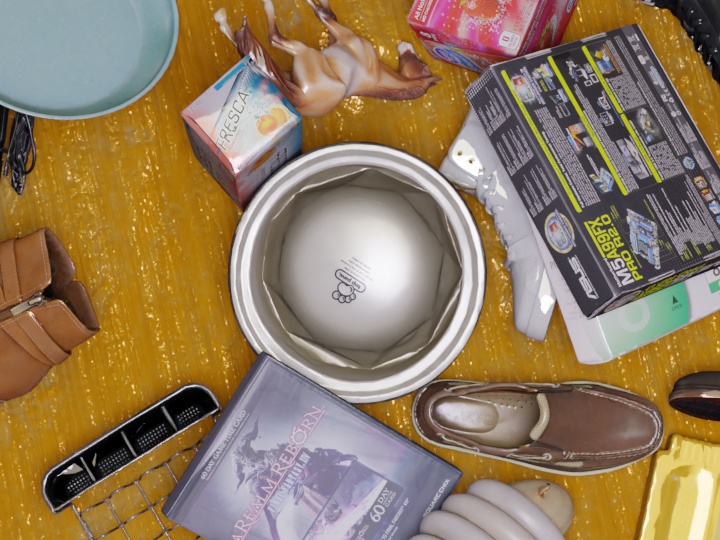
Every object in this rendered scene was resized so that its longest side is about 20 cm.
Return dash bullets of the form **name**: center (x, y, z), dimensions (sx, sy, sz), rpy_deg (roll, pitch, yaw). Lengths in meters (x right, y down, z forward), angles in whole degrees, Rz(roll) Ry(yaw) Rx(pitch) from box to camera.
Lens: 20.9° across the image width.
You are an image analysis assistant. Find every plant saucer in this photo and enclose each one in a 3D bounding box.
- **plant saucer**: center (-0.244, -0.198, 1.540), dimensions (0.199, 0.036, 0.201), rpy_deg (8, 62, -15)

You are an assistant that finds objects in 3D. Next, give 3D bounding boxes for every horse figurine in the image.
- **horse figurine**: center (-0.034, -0.168, 1.523), dimensions (0.050, 0.200, 0.133), rpy_deg (-39, 84, 35)

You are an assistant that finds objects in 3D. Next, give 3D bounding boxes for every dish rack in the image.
- **dish rack**: center (-0.136, 0.207, 1.517), dimensions (0.153, 0.055, 0.201), rpy_deg (-31, 86, -4)

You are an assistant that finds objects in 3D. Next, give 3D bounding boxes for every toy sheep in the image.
- **toy sheep**: center (0.092, 0.237, 1.486), dimensions (0.138, 0.138, 0.200), rpy_deg (42, 67, 3)

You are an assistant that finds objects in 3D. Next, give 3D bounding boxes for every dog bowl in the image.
- **dog bowl**: center (0.000, 0.000, 1.520), dimensions (0.199, 0.074, 0.202), rpy_deg (0, 94, 5)

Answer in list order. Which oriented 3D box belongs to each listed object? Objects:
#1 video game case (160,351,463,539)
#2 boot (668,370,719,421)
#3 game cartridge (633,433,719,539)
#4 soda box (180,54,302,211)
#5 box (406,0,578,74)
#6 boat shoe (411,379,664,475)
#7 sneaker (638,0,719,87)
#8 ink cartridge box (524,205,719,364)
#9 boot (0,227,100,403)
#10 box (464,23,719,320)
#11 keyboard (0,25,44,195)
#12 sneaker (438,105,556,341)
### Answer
- **video game case**: center (-0.034, 0.169, 1.490), dimensions (0.200, 0.019, 0.143), rpy_deg (33, 91, -27)
- **boot**: center (0.337, 0.067, 1.551), dimensions (0.199, 0.075, 0.098), rpy_deg (0, 72, -10)
- **game cartridge**: center (0.314, 0.235, 1.543), dimensions (0.199, 0.032, 0.177), rpy_deg (13, 83, -2)
- **soda box**: center (-0.088, -0.101, 1.479), dimensions (0.068, 0.200, 0.064), rpy_deg (-41, 87, -5)
- **box**: center (0.126, -0.257, 1.546), dimensions (0.099, 0.095, 0.201), rpy_deg (21, 83, 21)
- **boat shoe**: center (0.141, 0.122, 1.526), dimensions (0.201, 0.075, 0.075), rpy_deg (1, 84, -2)
- **sneaker**: center (0.267, -0.204, 1.575), dimensions (0.111, 0.073, 0.201), rpy_deg (-3, 76, 1)
- **ink cartridge box**: center (0.205, -0.046, 1.515), dimensions (0.160, 0.050, 0.201), rpy_deg (-21, 95, -34)
- **boot**: center (-0.303, 0.006, 1.492), dimensions (0.155, 0.077, 0.201), rpy_deg (-30, 90, 23)
- **box**: center (0.192, -0.079, 1.483), dimensions (0.160, 0.044, 0.201), rpy_deg (-20, 76, -34)
- **keyboard**: center (-0.301, -0.094, 1.562), dimensions (0.103, 0.040, 0.201), rpy_deg (4, 84, 22)
- **sneaker**: center (0.113, -0.047, 1.551), dimensions (0.115, 0.074, 0.201), rpy_deg (9, 74, 1)
